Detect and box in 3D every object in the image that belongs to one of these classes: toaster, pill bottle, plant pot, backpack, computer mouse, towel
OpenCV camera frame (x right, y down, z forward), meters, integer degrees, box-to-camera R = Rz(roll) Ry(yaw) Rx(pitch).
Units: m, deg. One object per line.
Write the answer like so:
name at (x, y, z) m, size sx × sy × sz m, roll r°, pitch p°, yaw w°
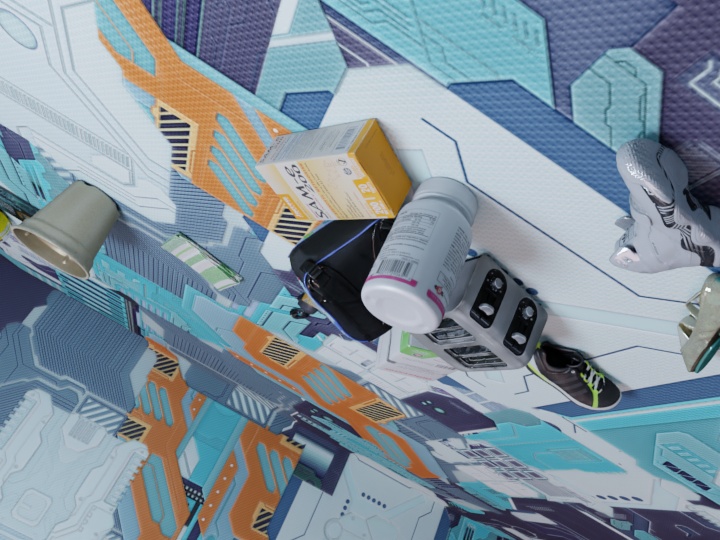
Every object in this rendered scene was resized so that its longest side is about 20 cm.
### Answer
toaster at (0.184, 0.077, 0.924) m, size 0.181 × 0.119 × 0.200 m, roll 40°, pitch 150°, yaw -21°
pill bottle at (-1.251, -0.179, 1.768) m, size 0.109 × 0.110 × 0.200 m, roll 23°, pitch 152°, yaw 8°
plant pot at (-0.702, -0.111, 1.316) m, size 0.199 × 0.184 × 0.201 m, roll 21°, pitch 153°, yaw 11°
backpack at (0.000, 0.000, 0.885) m, size 0.200 × 0.183 × 0.147 m, roll 55°, pitch 178°, yaw -35°
pill bottle at (0.089, -0.025, 0.743) m, size 0.113 × 0.201 × 0.114 m, roll 21°, pitch 152°, yaw 12°
computer mouse at (-0.146, 0.101, 1.344) m, size 0.058 × 0.034 × 0.200 m, roll 29°, pitch 155°, yaw -9°
towel at (-0.417, -0.018, 1.397) m, size 0.200 × 0.023 × 0.152 m, roll 39°, pitch 151°, yaw -22°

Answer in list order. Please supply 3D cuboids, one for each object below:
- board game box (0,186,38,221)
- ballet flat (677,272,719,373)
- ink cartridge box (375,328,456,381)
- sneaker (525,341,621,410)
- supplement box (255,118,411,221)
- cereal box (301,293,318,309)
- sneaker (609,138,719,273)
board game box at (-1.036, -0.173, 1.675) m, size 0.199 × 0.028 × 0.135 m, roll 35°, pitch 151°, yaw -12°
ballet flat at (0.475, 0.071, 0.736) m, size 0.062 × 0.067 × 0.201 m, roll 43°, pitch 160°, yaw 35°
ink cartridge box at (0.132, 0.160, 1.114) m, size 0.144 × 0.085 × 0.200 m, roll 15°, pitch 155°, yaw -13°
sneaker at (0.395, 0.192, 0.984) m, size 0.199 × 0.072 × 0.083 m, roll 26°, pitch 151°, yaw 3°
supplement box at (-0.042, -0.141, 0.797) m, size 0.199 × 0.074 × 0.126 m, roll 2°, pitch 143°, yaw 40°
cereal box at (-0.025, 0.081, 1.200) m, size 0.199 × 0.040 × 0.144 m, roll 30°, pitch 153°, yaw -5°
sneaker at (0.324, -0.059, 0.610) m, size 0.199 × 0.075 × 0.115 m, roll 35°, pitch 149°, yaw -21°
